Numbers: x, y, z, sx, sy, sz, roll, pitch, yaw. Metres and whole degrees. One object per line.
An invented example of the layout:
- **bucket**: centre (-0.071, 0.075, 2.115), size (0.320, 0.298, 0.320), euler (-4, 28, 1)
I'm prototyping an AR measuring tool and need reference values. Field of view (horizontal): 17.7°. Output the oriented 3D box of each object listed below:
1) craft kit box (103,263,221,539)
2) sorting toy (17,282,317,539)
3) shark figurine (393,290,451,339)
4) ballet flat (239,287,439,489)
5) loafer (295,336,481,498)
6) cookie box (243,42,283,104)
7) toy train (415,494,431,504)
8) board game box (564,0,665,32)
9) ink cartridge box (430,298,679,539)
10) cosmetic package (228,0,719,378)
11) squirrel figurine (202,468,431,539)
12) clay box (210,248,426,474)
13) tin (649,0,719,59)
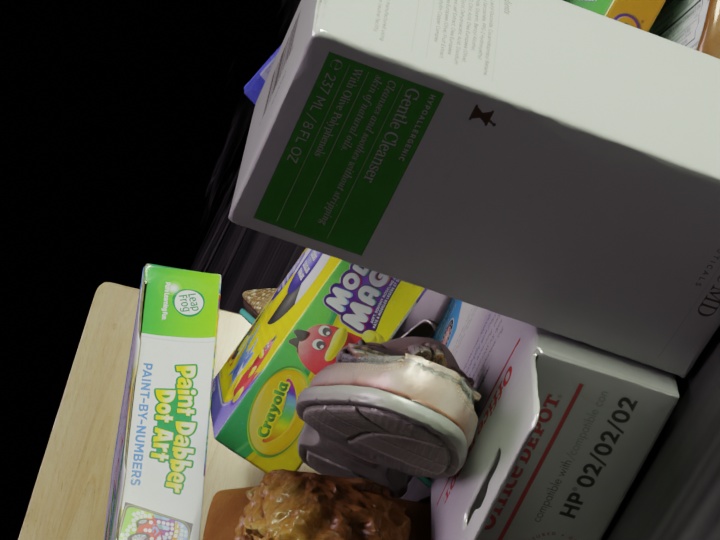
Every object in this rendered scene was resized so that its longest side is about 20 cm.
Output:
- **craft kit box**: centre (-0.107, 0.134, 1.165), size (0.200, 0.048, 0.198), euler (105, 172, -53)
- **sorting toy**: centre (-0.090, 0.131, 1.414), size (0.070, 0.199, 0.200), euler (93, -169, -69)
- **shark figurine**: centre (0.031, 0.012, 1.286), size (0.128, 0.089, 0.215), euler (-134, 62, -77)
- **ballet flat**: centre (0.013, 0.047, 1.211), size (0.200, 0.070, 0.065), euler (38, 96, 39)
- **loafer**: centre (0.013, 0.052, 0.989), size (0.063, 0.072, 0.200), euler (-65, 2, -15)
- **cookie box**: centre (0.038, -0.163, 1.367), size (0.200, 0.075, 0.171), euler (-44, 4, -15)
- **toy train**: centre (-0.017, 0.160, 1.224), size (0.200, 0.046, 0.034), euler (-28, 77, 38)
- **board game box**: centre (0.119, -0.146, 1.028), size (0.200, 0.030, 0.096), euler (-59, 21, 12)
- **ink cartridge box**: centre (0.080, 0.054, 1.000), size (0.200, 0.068, 0.115), euler (-87, 17, -57)
- **cosmetic package**: centre (0.062, -0.048, 0.918), size (0.085, 0.200, 0.108), euler (-80, 12, -49)
- **squirrel figurine**: centre (-0.016, 0.190, 1.015), size (0.200, 0.141, 0.187), euler (80, -163, -75)
- **clay box**: centre (0.000, 0.000, 1.127), size (0.200, 0.048, 0.115), euler (-56, 10, 4)
- **tin**: centre (0.159, -0.130, 1.023), size (0.112, 0.042, 0.200), euler (148, 141, -67)
